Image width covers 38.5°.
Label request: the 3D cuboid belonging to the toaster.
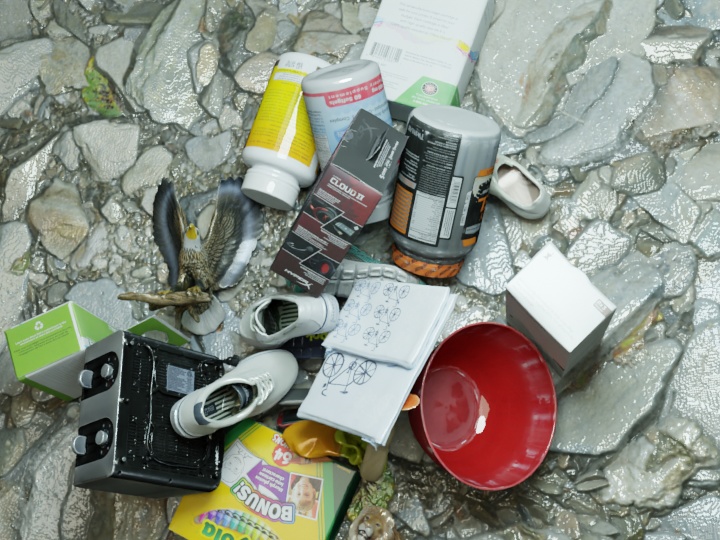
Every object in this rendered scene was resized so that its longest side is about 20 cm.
[{"bbox_3d":[-0.259,0.186,1.301,0.118,0.199,0.183,-18,63,39],"label":"toaster"}]

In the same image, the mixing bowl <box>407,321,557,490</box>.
[{"bbox_3d":[0.133,0.170,1.281,0.198,0.108,0.203,6,78,-28],"label":"mixing bowl"}]

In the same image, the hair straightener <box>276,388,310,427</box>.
[{"bbox_3d":[-0.019,0.159,1.350,0.198,0.041,0.078,-5,116,10],"label":"hair straightener"}]

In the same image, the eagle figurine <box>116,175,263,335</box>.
[{"bbox_3d":[-0.226,-0.028,1.425,0.151,0.151,0.201,30,44,-23],"label":"eagle figurine"}]

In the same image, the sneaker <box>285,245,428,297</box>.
[{"bbox_3d":[0.000,0.000,1.386,0.198,0.092,0.078,16,121,-6],"label":"sneaker"}]

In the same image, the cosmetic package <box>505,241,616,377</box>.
[{"bbox_3d":[0.240,0.052,1.261,0.081,0.200,0.113,-43,72,-2],"label":"cosmetic package"}]

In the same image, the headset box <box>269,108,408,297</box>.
[{"bbox_3d":[-0.021,-0.090,1.262,0.075,0.149,0.201,30,126,-5],"label":"headset box"}]

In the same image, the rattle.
[{"bbox_3d":[-0.010,0.168,1.243,0.142,0.200,0.131,28,70,8],"label":"rattle"}]

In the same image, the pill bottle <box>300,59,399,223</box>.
[{"bbox_3d":[-0.006,-0.169,1.371,0.108,0.109,0.202,-12,111,8],"label":"pill bottle"}]

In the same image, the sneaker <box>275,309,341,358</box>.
[{"bbox_3d":[-0.042,0.084,1.379,0.198,0.082,0.075,12,97,32],"label":"sneaker"}]

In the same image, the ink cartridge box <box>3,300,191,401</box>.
[{"bbox_3d":[-0.349,0.091,1.391,0.198,0.148,0.076,-25,69,3],"label":"ink cartridge box"}]

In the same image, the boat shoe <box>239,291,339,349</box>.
[{"bbox_3d":[-0.111,0.057,1.333,0.199,0.066,0.074,-20,70,48],"label":"boat shoe"}]

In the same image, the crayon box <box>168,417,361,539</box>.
[{"bbox_3d":[-0.122,0.299,1.343,0.198,0.058,0.174,23,82,16],"label":"crayon box"}]

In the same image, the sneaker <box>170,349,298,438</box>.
[{"bbox_3d":[-0.141,0.154,1.285,0.070,0.199,0.074,-15,101,46],"label":"sneaker"}]

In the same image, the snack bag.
[{"bbox_3d":[0.010,0.102,1.223,0.188,0.021,0.201,7,65,54],"label":"snack bag"}]

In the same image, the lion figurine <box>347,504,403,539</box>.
[{"bbox_3d":[0.061,0.391,1.289,0.199,0.073,0.123,32,71,2],"label":"lion figurine"}]

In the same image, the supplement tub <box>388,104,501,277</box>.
[{"bbox_3d":[0.104,-0.101,1.329,0.121,0.123,0.202,18,116,14],"label":"supplement tub"}]

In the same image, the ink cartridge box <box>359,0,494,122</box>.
[{"bbox_3d":[0.088,-0.311,1.438,0.144,0.088,0.202,18,82,14],"label":"ink cartridge box"}]

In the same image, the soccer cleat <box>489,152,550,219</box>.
[{"bbox_3d":[0.169,-0.137,1.385,0.199,0.078,0.070,33,84,17],"label":"soccer cleat"}]

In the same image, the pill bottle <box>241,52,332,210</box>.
[{"bbox_3d":[-0.097,-0.191,1.432,0.108,0.109,0.202,16,80,14],"label":"pill bottle"}]
